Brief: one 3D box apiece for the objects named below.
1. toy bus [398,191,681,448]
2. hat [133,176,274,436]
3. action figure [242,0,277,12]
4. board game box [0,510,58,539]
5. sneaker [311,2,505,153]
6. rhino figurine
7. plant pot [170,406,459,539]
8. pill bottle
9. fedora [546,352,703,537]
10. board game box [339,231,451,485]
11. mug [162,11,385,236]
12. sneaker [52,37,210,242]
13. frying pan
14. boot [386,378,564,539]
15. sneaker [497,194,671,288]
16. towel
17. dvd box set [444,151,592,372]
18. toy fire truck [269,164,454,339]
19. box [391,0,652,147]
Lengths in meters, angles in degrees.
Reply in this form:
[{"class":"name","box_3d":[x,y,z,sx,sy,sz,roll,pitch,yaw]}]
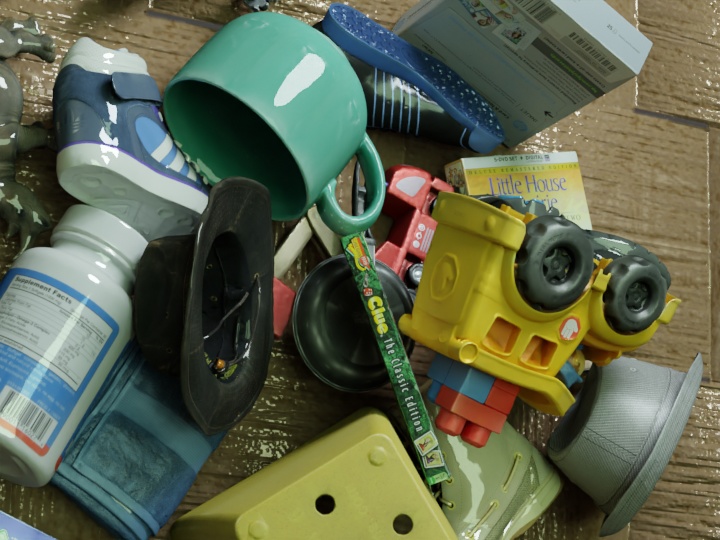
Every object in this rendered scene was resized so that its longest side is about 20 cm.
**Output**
[{"class":"toy bus","box_3d":[0.133,0.052,1.510,0.199,0.135,0.194,22,89,-31]},{"class":"hat","box_3d":[-0.128,0.023,1.450,0.080,0.201,0.203,8,71,20]},{"class":"action figure","box_3d":[-0.124,-0.276,1.594,0.199,0.069,0.131,-16,82,-31]},{"class":"board game box","box_3d":[-0.231,0.286,1.447,0.199,0.029,0.136,30,69,-17]},{"class":"sneaker","box_3d":[0.031,-0.150,1.638,0.199,0.078,0.070,33,30,-17]},{"class":"rhino figurine","box_3d":[-0.283,-0.106,1.486,0.087,0.060,0.202,-3,82,-30]},{"class":"plant pot","box_3d":[-0.013,0.224,1.440,0.199,0.176,0.201,-30,82,-12]},{"class":"pill bottle","box_3d":[-0.239,0.054,1.444,0.112,0.112,0.201,36,65,-15]},{"class":"fedora","box_3d":[0.221,0.133,1.624,0.090,0.200,0.178,29,110,4]},{"class":"board game box","box_3d":[0.027,0.069,1.489,0.023,0.105,0.202,-20,89,-3]},{"class":"mug","box_3d":[-0.062,-0.123,1.550,0.115,0.151,0.186,-50,124,-27]},{"class":"sneaker","box_3d":[-0.169,-0.106,1.516,0.200,0.080,0.148,33,46,-48]},{"class":"frying pan","box_3d":[0.013,0.010,1.569,0.114,0.031,0.191,30,72,-18]},{"class":"boot","box_3d":[0.066,0.183,1.586,0.200,0.073,0.156,-42,99,-28]},{"class":"sneaker","box_3d":[0.185,-0.001,1.648,0.199,0.073,0.083,19,85,-29]},{"class":"towel","box_3d":[-0.160,0.114,1.506,0.111,0.048,0.201,40,65,-14]},{"class":"dvd box set","box_3d":[0.155,-0.004,1.678,0.145,0.029,0.202,-5,81,-38]},{"class":"toy fire truck","box_3d":[-0.011,-0.013,1.603,0.140,0.049,0.202,27,69,-18]},{"class":"box","box_3d":[0.133,-0.195,1.625,0.155,0.200,0.041,37,60,-14]}]
